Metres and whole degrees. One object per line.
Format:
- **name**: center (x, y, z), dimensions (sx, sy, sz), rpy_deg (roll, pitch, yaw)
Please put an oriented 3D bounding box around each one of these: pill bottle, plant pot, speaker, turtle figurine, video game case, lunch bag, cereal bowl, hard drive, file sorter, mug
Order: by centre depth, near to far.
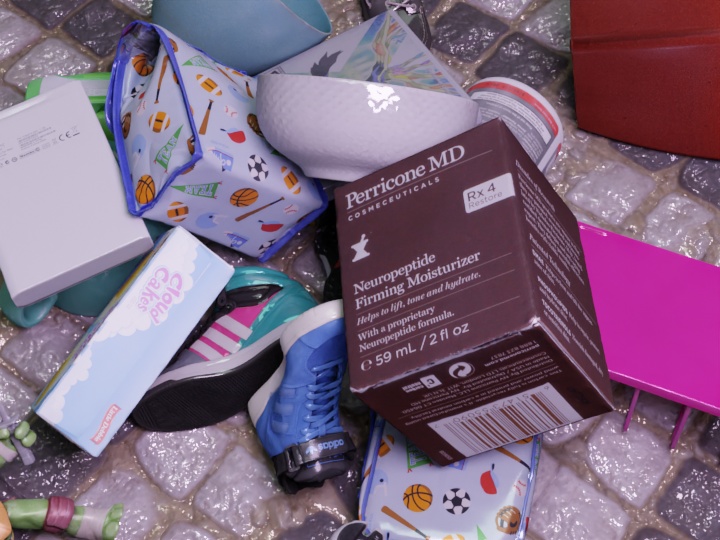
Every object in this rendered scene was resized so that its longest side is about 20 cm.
- **turtle figurine**: center (-0.293, 0.198, 1.072), dimensions (0.192, 0.201, 0.144), rpy_deg (21, 22, -13)
- **cereal bowl**: center (0.003, -0.118, 1.153), dimensions (0.198, 0.200, 0.084), rpy_deg (7, 94, 3)
- **lunch bag**: center (0.077, 0.169, 1.156), dimensions (0.158, 0.076, 0.202), rpy_deg (10, 58, 8)
- **file sorter**: center (0.262, 0.073, 1.189), dimensions (0.198, 0.126, 0.140), rpy_deg (19, 59, 13)
- **hard drive**: center (-0.284, -0.075, 1.199), dimensions (0.131, 0.026, 0.201), rpy_deg (-24, 60, -8)
- **lunch bag**: center (-0.143, -0.128, 1.232), dimensions (0.123, 0.169, 0.202), rpy_deg (-36, 54, 28)
- **mug**: center (-0.258, -0.037, 1.260), dimensions (0.150, 0.115, 0.187), rpy_deg (5, 56, 2)
- **pill bottle**: center (0.111, -0.086, 1.298), dimensions (0.115, 0.116, 0.201), rpy_deg (26, 59, 16)
- **video game case**: center (-0.003, -0.169, 1.312), dimensions (0.181, 0.022, 0.201), rpy_deg (-27, 47, -8)
- **speaker**: center (-0.242, -0.163, 1.360), dimensions (0.197, 0.089, 0.089), rpy_deg (-1, 56, -2)
- **plant pot**: center (0.308, -0.246, 1.372), dimensions (0.174, 0.201, 0.202), rpy_deg (-2, 56, 11)
- **plant pot**: center (-0.145, -0.283, 1.399), dimensions (0.135, 0.200, 0.201), rpy_deg (-40, 59, 16)

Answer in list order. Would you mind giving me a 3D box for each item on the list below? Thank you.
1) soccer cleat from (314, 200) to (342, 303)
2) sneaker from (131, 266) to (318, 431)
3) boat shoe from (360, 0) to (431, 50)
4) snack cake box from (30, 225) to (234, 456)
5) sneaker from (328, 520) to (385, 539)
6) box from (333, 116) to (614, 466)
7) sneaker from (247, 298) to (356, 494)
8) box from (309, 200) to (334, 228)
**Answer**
- **soccer cleat**: center (0.000, 0.000, 1.280), dimensions (0.068, 0.073, 0.201), rpy_deg (-25, 38, 17)
- **sneaker**: center (-0.128, 0.061, 1.220), dimensions (0.198, 0.084, 0.121), rpy_deg (-24, 44, 2)
- **boat shoe**: center (0.029, -0.322, 1.487), dimensions (0.066, 0.057, 0.201), rpy_deg (-15, 58, -11)
- **snack cake box**: center (-0.204, 0.062, 1.160), dimensions (0.067, 0.115, 0.201), rpy_deg (38, 77, -10)
- **sneaker**: center (0.033, 0.301, 1.075), dimensions (0.200, 0.081, 0.075), rpy_deg (50, 38, 8)
- **box**: center (0.090, 0.023, 1.074), dimensions (0.165, 0.164, 0.202), rpy_deg (-22, 52, 22)
- **sneaker**: center (-0.033, 0.117, 1.119), dimensions (0.076, 0.200, 0.112), rpy_deg (-7, 58, -33)
- **box**: center (-0.025, -0.144, 1.365), dimensions (0.070, 0.065, 0.201), rpy_deg (26, 59, 17)
